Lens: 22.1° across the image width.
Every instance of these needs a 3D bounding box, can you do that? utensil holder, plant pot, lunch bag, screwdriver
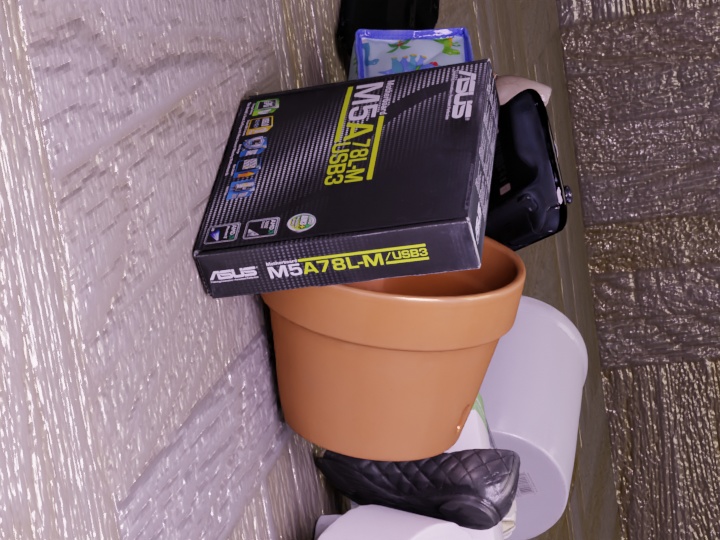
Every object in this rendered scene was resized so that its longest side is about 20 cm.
[{"bbox_3d":[0.141,0.152,1.884,0.201,0.168,0.171,-74,155,-50],"label":"utensil holder"},{"bbox_3d":[0.016,0.051,1.377,0.200,0.198,0.142,-53,152,-70],"label":"plant pot"},{"bbox_3d":[0.043,-0.082,1.585,0.171,0.126,0.201,90,-4,-49],"label":"lunch bag"},{"bbox_3d":[0.057,-0.037,1.459,0.029,0.028,0.202,-29,138,-69],"label":"screwdriver"}]

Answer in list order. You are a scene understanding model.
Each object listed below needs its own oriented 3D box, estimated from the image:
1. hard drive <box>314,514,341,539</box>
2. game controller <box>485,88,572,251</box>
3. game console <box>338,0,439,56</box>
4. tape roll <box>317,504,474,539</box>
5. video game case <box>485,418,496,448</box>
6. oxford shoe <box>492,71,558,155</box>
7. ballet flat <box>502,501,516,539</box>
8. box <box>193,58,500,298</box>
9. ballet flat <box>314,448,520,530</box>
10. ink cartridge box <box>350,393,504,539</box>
[{"bbox_3d":[-0.005,0.310,1.492,0.201,0.026,0.133,71,19,-45],"label":"hard drive"},{"bbox_3d":[0.116,-0.072,1.384,0.200,0.042,0.106,151,-64,-80],"label":"game controller"},{"bbox_3d":[0.016,-0.222,1.809,0.175,0.116,0.201,36,42,-32],"label":"game console"},{"bbox_3d":[0.019,0.279,1.361,0.202,0.070,0.205,-20,114,-55],"label":"tape roll"},{"bbox_3d":[0.074,0.115,1.681,0.200,0.019,0.144,144,-74,-77],"label":"video game case"},{"bbox_3d":[0.127,-0.077,1.536,0.201,0.074,0.071,84,18,-49],"label":"oxford shoe"},{"bbox_3d":[0.112,0.223,1.677,0.200,0.069,0.070,59,28,-72],"label":"ballet flat"},{"bbox_3d":[-0.004,-0.066,1.286,0.201,0.191,0.048,-77,154,-51],"label":"box"},{"bbox_3d":[0.043,0.159,1.420,0.057,0.199,0.067,-56,129,-27],"label":"ballet flat"},{"bbox_3d":[0.053,0.192,1.506,0.067,0.116,0.202,64,16,-59],"label":"ink cartridge box"}]
